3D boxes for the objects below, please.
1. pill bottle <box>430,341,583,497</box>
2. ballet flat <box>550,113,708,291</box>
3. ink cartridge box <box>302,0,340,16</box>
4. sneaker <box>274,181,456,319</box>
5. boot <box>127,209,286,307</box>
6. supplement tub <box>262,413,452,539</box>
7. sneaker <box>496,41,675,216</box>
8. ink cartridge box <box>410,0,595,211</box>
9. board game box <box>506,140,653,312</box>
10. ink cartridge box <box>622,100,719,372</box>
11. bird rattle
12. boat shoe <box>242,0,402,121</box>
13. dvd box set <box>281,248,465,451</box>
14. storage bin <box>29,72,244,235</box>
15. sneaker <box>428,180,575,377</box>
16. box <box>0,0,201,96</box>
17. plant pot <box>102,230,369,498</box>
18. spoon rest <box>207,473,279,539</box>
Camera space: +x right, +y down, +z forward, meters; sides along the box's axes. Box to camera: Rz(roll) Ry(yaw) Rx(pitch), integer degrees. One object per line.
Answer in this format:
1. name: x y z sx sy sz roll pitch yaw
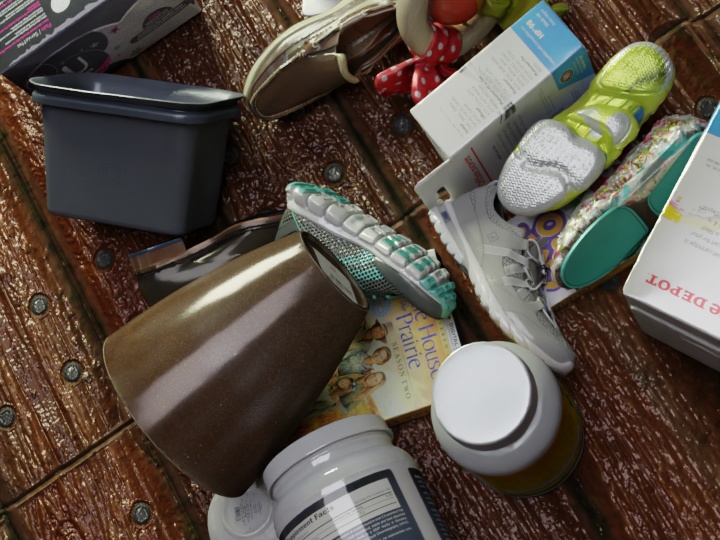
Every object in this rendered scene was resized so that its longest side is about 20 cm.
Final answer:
1. pill bottle: 0.123 0.124 1.336 0.111 0.200 0.114 -5 72 16
2. ballet flat: 0.239 -0.063 1.410 0.200 0.076 0.064 -42 37 -3
3. ink cartridge box: -0.012 -0.367 1.588 0.114 0.067 0.203 -3 73 16
4. sneaker: 0.000 0.000 1.459 0.199 0.077 0.092 34 107 24
5. boot: -0.120 0.002 1.535 0.197 0.075 0.098 -15 95 3
6. supplement tub: 0.008 0.243 1.369 0.139 0.140 0.202 -29 67 7
7. sneaker: 0.210 -0.119 1.436 0.200 0.105 0.076 -41 78 4
8. ink cartridge box: 0.121 -0.144 1.461 0.199 0.116 0.067 -39 67 3
9. board game box: 0.197 -0.028 1.454 0.199 0.030 0.096 -33 68 9
10. ink cartridge box: 0.337 -0.018 1.340 0.146 0.145 0.202 27 83 23
11. bird rattle: 0.086 -0.248 1.489 0.199 0.164 0.113 -34 49 -5
12. boat shoe: -0.029 -0.211 1.536 0.202 0.075 0.075 -39 39 10
13. dvd box set: 0.000 0.080 1.480 0.198 0.029 0.148 -19 69 12
14. storage bin: -0.221 -0.117 1.563 0.198 0.145 0.136 10 105 19
15. sneaker: 0.140 0.003 1.408 0.082 0.075 0.201 -34 69 5
16. box: -0.286 -0.276 1.620 0.199 0.132 0.116 -32 71 6
17. plant pot: -0.093 0.066 1.398 0.200 0.187 0.188 -41 67 11
18. spoon rest: -0.092 0.274 1.446 0.098 0.061 0.202 -14 57 12
